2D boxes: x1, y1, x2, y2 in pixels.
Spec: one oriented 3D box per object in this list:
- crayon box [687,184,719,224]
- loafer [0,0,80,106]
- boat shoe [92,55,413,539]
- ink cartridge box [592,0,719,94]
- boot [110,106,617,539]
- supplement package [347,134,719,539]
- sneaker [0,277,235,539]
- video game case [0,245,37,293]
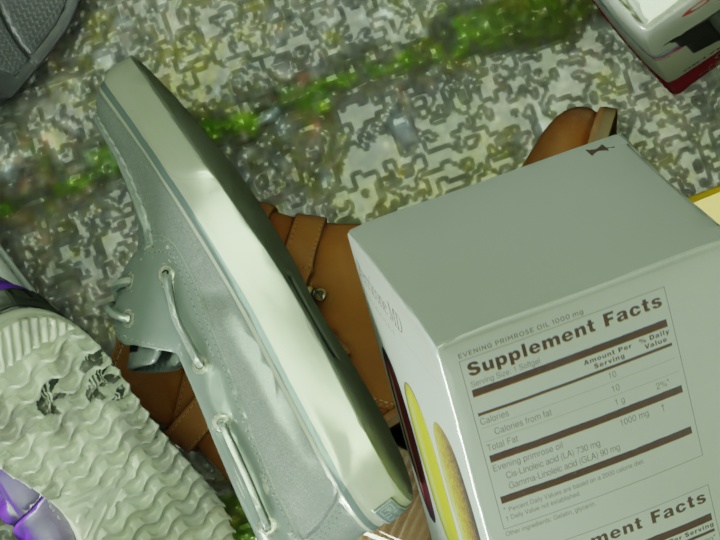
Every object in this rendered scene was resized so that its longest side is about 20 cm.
[{"bbox_3d":[0.217,0.044,1.083,0.172,0.058,0.200,-21,86,8],"label":"crayon box"},{"bbox_3d":[-0.187,-0.066,1.151,0.200,0.063,0.072,-44,114,9],"label":"loafer"},{"bbox_3d":[-0.057,0.016,1.057,0.071,0.070,0.201,-32,76,6],"label":"boat shoe"},{"bbox_3d":[0.139,-0.145,1.026,0.148,0.200,0.086,-36,84,6],"label":"ink cartridge box"},{"bbox_3d":[0.000,0.000,1.110,0.155,0.074,0.200,28,90,12],"label":"boot"},{"bbox_3d":[0.082,0.073,1.024,0.109,0.114,0.200,-20,115,-9],"label":"supplement package"},{"bbox_3d":[-0.116,0.068,1.099,0.070,0.200,0.099,-39,43,-17],"label":"sneaker"},{"bbox_3d":[-0.225,0.043,1.132,0.200,0.023,0.182,-34,106,6],"label":"video game case"}]
